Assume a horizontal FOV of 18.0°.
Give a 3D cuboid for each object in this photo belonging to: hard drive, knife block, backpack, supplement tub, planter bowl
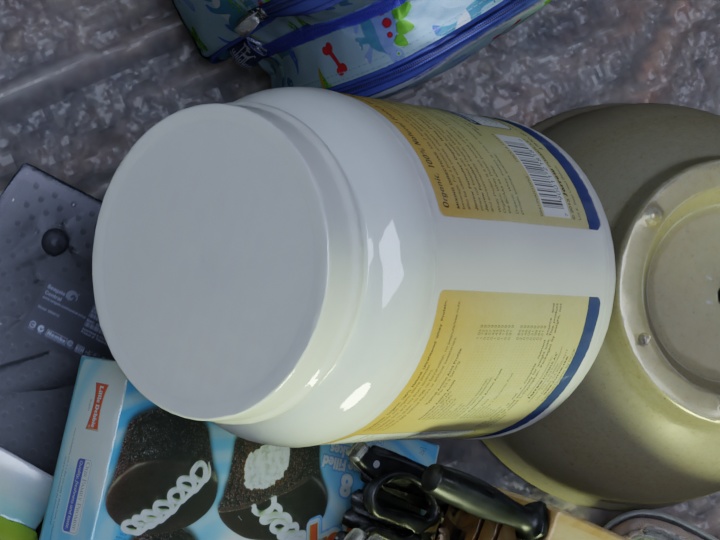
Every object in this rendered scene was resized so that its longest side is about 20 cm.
[{"bbox_3d":[-0.143,0.069,1.014,0.135,0.042,0.201,27,81,-13],"label":"hard drive"},{"bbox_3d":[0.082,0.137,0.985,0.199,0.176,0.064,21,84,9],"label":"knife block"},{"bbox_3d":[0.014,-0.159,0.996,0.183,0.200,0.147,-33,95,-17],"label":"backpack"},{"bbox_3d":[0.000,0.000,0.942,0.200,0.144,0.145,4,84,-53],"label":"supplement tub"},{"bbox_3d":[0.149,0.013,1.059,0.199,0.135,0.201,1,85,-17],"label":"planter bowl"}]

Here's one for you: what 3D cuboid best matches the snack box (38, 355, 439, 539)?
[{"bbox_3d":[-0.051,0.114,0.993,0.200,0.037,0.117,18,82,-46],"label":"snack box"}]

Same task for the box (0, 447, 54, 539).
[{"bbox_3d":[-0.225,0.150,0.951,0.122,0.048,0.200,31,98,-13],"label":"box"}]

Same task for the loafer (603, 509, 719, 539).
[{"bbox_3d":[0.187,0.199,1.085,0.072,0.063,0.200,-39,99,9],"label":"loafer"}]
